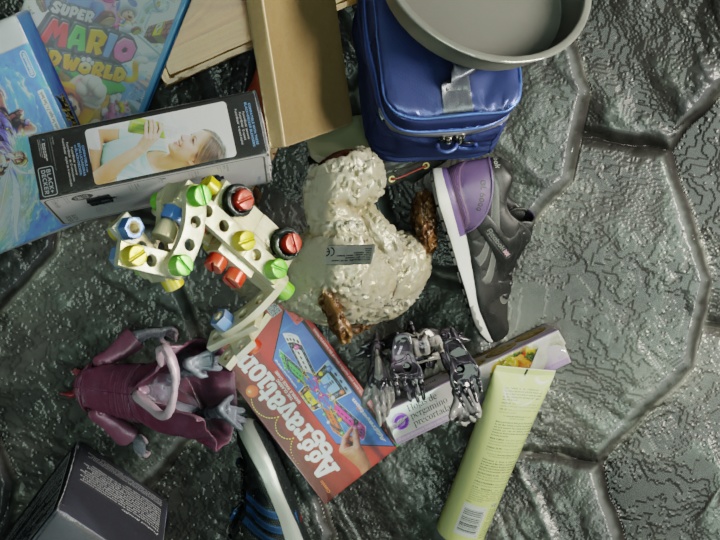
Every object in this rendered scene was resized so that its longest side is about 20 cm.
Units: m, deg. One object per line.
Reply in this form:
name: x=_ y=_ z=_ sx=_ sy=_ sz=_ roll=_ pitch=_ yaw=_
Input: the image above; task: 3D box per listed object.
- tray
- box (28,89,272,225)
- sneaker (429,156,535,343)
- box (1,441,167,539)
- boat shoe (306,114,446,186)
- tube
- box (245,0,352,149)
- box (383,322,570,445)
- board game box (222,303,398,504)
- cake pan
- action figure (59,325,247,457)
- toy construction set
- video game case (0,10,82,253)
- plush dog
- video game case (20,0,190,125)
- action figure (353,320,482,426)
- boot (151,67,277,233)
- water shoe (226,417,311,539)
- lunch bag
tray: x=-0.114 y=-0.261 z=1.313 sx=0.200 sy=0.037 sz=0.099 roll=-24 pitch=101 yaw=0
box: x=-0.181 y=-0.098 z=1.218 sx=0.199 sy=0.117 sz=0.060 roll=-12 pitch=82 yaw=-3
sneaker: x=0.133 y=-0.017 z=1.337 sx=0.087 sy=0.076 sz=0.200 roll=-15 pitch=122 yaw=6
box: x=-0.289 y=0.301 z=1.316 sx=0.123 sy=0.198 sz=0.200 roll=37 pitch=96 yaw=-10
boat shoe: x=0.046 y=-0.123 z=1.343 sx=0.201 sy=0.074 sz=0.063 roll=-17 pitch=133 yaw=-10
tube: x=0.134 y=0.185 z=1.394 sx=0.052 sy=0.058 sz=0.200 roll=24 pitch=110 yaw=13
box: x=-0.057 y=-0.219 z=1.230 sx=0.021 sy=0.163 sz=0.201 roll=-3 pitch=102 yaw=22
box: x=0.114 y=0.114 z=1.393 sx=0.200 sy=0.041 sz=0.039 roll=-25 pitch=101 yaw=-5
board game box: x=-0.055 y=0.127 z=1.392 sx=0.103 sy=0.019 sz=0.200 roll=-37 pitch=102 yaw=-5
cake pan: x=0.103 y=-0.255 z=1.198 sx=0.200 sy=0.037 sz=0.201 roll=8 pitch=61 yaw=-15
action figure: x=-0.215 y=0.124 z=1.317 sx=0.200 sy=0.149 sz=0.134 roll=0 pitch=92 yaw=27
toy construction set: x=-0.125 y=-0.003 z=1.193 sx=0.200 sy=0.092 sz=0.131 roll=53 pitch=55 yaw=-42
video game case: x=-0.355 y=-0.117 z=1.295 sx=0.181 sy=0.045 sz=0.200 roll=-21 pitch=102 yaw=10
plush dog: x=0.000 y=0.000 z=1.303 sx=0.200 sy=0.172 sz=0.161 roll=-45 pitch=61 yaw=26
video game case: x=-0.252 y=-0.214 z=1.292 sx=0.143 sy=0.018 sz=0.200 roll=25 pitch=106 yaw=-1
action figure: x=0.056 y=0.100 z=1.306 sx=0.119 sy=0.200 sz=0.102 roll=-3 pitch=90 yaw=-3
boot: x=-0.130 y=-0.123 z=1.320 sx=0.107 sy=0.075 sz=0.200 roll=21 pitch=99 yaw=-4
water shoe: x=-0.103 y=0.250 z=1.390 sx=0.079 sy=0.072 sz=0.200 roll=-19 pitch=100 yaw=3
lunch bag: x=0.068 y=-0.195 z=1.257 sx=0.135 sy=0.132 sz=0.201 roll=-6 pitch=72 yaw=-7
